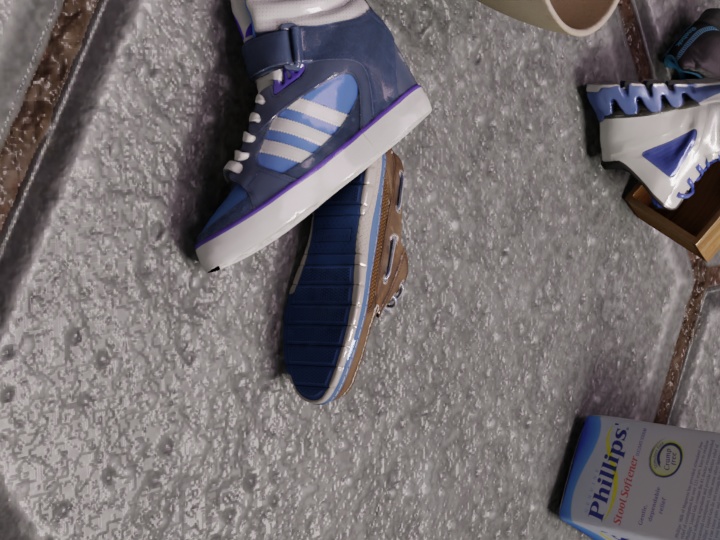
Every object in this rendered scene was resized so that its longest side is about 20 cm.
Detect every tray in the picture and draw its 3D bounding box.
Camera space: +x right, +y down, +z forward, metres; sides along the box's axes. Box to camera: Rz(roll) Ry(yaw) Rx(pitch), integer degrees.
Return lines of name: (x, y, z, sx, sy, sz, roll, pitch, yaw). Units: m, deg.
tray: (0.347, -0.112, 1.286, 0.200, 0.099, 0.037, -49, 134, -1)

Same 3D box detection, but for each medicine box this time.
medicine box: (0.315, 0.220, 1.258, 0.182, 0.198, 0.104, 35, 68, -42)

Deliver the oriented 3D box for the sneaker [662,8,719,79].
sneaker: (0.354, -0.155, 1.374, 0.082, 0.073, 0.201, -37, 116, -16)

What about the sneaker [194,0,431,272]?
sneaker: (-0.064, -0.111, 0.946, 0.199, 0.081, 0.147, -38, 90, -7)

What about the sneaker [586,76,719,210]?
sneaker: (0.300, -0.113, 1.244, 0.081, 0.196, 0.117, -56, 145, -75)

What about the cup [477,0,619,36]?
cup: (0.109, -0.281, 1.028, 0.199, 0.142, 0.203, -24, 119, -53)

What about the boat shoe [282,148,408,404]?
boat shoe: (0.000, 0.000, 1.011, 0.072, 0.072, 0.203, 17, 82, -46)
